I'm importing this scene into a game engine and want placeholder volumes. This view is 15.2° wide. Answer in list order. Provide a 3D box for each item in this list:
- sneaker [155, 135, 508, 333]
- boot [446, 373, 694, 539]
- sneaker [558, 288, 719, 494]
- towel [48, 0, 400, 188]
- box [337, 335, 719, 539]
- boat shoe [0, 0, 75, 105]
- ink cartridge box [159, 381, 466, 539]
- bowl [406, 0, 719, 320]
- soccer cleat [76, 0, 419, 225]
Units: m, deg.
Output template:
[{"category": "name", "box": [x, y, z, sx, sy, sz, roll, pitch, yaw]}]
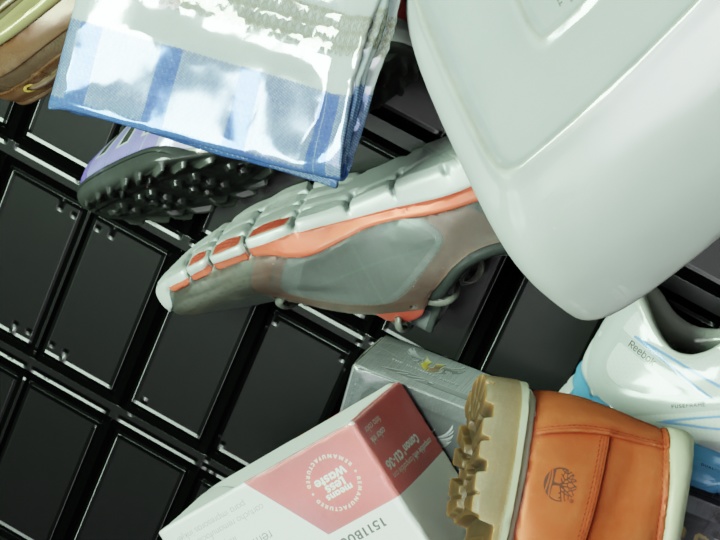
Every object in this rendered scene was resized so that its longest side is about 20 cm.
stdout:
[{"category": "sneaker", "box": [0.000, 0.000, 1.225, 0.200, 0.077, 0.082, -17, 106, 25]}, {"category": "boot", "box": [0.085, 0.151, 1.136, 0.107, 0.075, 0.200, 11, 88, -9]}, {"category": "sneaker", "box": [0.188, 0.065, 1.176, 0.200, 0.075, 0.087, 23, 107, 12]}, {"category": "towel", "box": [-0.046, -0.148, 1.151, 0.147, 0.024, 0.200, 17, 95, 14]}, {"category": "box", "box": [0.073, 0.139, 1.253, 0.200, 0.048, 0.158, 20, 111, 14]}, {"category": "boat shoe", "box": [-0.102, -0.141, 1.228, 0.200, 0.072, 0.068, -28, 129, 18]}, {"category": "ink cartridge box", "box": [0.015, 0.168, 1.218, 0.116, 0.067, 0.200, -31, 93, 25]}, {"category": "bowl", "box": [0.103, -0.107, 1.091, 0.200, 0.075, 0.200, -42, 46, 25]}, {"category": "soccer cleat", "box": [-0.055, -0.084, 1.231, 0.200, 0.068, 0.073, -30, 61, 36]}]
